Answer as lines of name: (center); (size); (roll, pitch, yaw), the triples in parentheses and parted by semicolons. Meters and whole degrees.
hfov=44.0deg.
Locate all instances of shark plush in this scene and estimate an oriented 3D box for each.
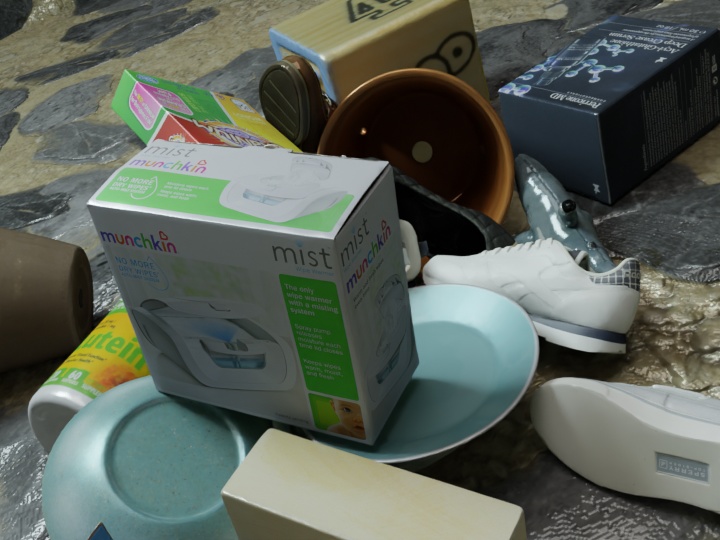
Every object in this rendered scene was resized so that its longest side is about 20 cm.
shark plush: (0.185, -0.032, 0.817); (0.089, 0.085, 0.202); (-13, 33, 4)

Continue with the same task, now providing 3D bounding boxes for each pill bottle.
pill bottle: (-0.202, 0.088, 0.826); (0.109, 0.113, 0.201); (1, 37, 29)

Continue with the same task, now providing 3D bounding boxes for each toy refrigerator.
toy refrigerator: (0.010, 0.175, 0.594); (0.196, 0.077, 0.070); (11, 42, 31)

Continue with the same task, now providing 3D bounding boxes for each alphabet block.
alphabet block: (0.026, -0.238, 1.116); (0.197, 0.198, 0.196); (-27, 34, -14)

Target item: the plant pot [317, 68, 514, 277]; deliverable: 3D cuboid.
plant pot: (0.060, -0.113, 0.926); (0.195, 0.204, 0.140); (-12, 16, 12)

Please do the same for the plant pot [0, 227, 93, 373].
plant pot: (-0.388, 0.029, 0.968); (0.170, 0.204, 0.202); (-2, 32, -4)

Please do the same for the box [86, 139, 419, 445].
box: (-0.069, 0.010, 0.643); (0.196, 0.179, 0.097); (10, 40, 25)

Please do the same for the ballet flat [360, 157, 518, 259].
ballet flat: (0.068, -0.039, 0.842); (0.197, 0.067, 0.057); (29, 20, 0)

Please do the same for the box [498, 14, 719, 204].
box: (0.275, -0.182, 0.974); (0.198, 0.109, 0.148); (-35, 35, -21)

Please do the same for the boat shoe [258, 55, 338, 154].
boat shoe: (-0.058, -0.160, 0.913); (0.067, 0.201, 0.072); (-34, 76, -18)

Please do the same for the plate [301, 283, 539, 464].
plate: (0.043, 0.080, 0.691); (0.196, 0.026, 0.202); (-15, 33, 10)

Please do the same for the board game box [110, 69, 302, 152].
board game box: (-0.121, -0.110, 0.831); (0.151, 0.041, 0.200); (4, 31, -49)

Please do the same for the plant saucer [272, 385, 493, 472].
plant saucer: (0.026, 0.107, 0.731); (0.196, 0.051, 0.202); (-15, 32, 9)

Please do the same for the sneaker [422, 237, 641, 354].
sneaker: (0.143, 0.009, 0.762); (0.197, 0.082, 0.076); (17, 8, 34)

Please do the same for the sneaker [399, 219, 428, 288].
sneaker: (0.000, 0.000, 0.838); (0.127, 0.081, 0.199); (-16, -7, -4)

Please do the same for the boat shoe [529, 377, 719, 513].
boat shoe: (0.213, 0.111, 0.612); (0.197, 0.074, 0.068); (4, 16, 43)

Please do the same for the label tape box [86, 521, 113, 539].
label tape box: (-0.198, 0.271, 0.519); (0.062, 0.146, 0.201); (-2, 35, 29)

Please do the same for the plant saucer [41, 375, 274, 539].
plant saucer: (-0.141, 0.150, 0.678); (0.196, 0.039, 0.204); (8, 45, -8)
